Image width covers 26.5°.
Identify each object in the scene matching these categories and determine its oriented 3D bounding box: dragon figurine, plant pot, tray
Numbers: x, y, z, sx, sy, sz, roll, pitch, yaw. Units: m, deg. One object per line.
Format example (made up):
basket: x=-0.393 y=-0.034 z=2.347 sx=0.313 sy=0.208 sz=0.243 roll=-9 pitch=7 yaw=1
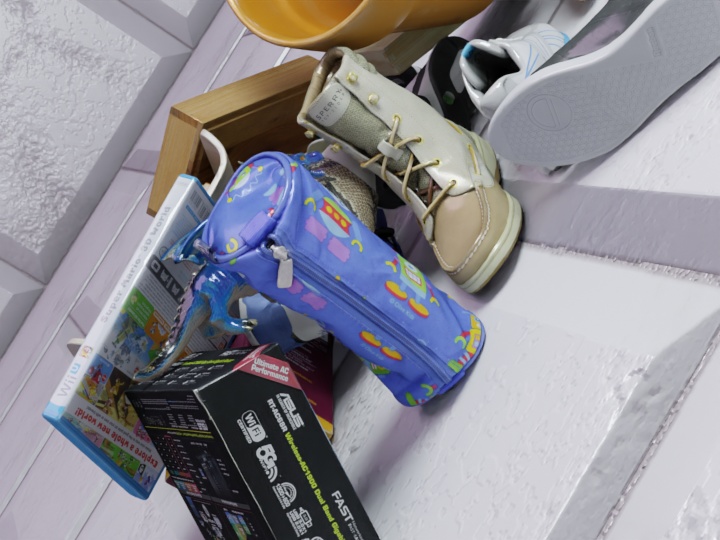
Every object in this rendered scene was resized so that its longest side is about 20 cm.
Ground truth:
dragon figurine: x=-0.098 y=-0.007 z=1.052 sx=0.200 sy=0.100 sz=0.059 roll=-34 pitch=8 yaw=-21
plant pot: x=0.017 y=-0.264 z=1.184 sx=0.200 sy=0.183 sz=0.201 roll=1 pitch=91 yaw=42
tray: x=-0.096 y=-0.110 z=1.279 sx=0.200 sy=0.037 sz=0.099 roll=-31 pitch=-35 yaw=-53

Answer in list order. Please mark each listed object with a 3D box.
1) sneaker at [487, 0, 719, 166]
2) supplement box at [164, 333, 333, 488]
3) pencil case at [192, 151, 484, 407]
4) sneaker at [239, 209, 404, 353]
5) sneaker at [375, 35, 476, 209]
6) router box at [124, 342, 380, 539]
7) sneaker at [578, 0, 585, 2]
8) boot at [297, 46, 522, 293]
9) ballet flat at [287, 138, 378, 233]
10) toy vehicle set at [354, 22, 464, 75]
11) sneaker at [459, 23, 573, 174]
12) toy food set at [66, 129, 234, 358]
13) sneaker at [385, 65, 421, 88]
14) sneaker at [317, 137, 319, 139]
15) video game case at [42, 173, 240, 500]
sneaker: x=0.165 y=-0.144 z=0.974 sx=0.200 sy=0.071 sz=0.099 roll=-36 pitch=24 yaw=38
supplement box: x=-0.085 y=0.095 z=1.217 sx=0.110 sy=0.086 sz=0.200 roll=-52 pitch=17 yaw=20
pencil case: x=-0.009 y=0.010 z=0.959 sx=0.078 sy=0.200 sz=0.087 roll=-44 pitch=31 yaw=13
sneaker: x=0.000 y=0.000 z=1.182 sx=0.115 sy=0.081 sz=0.199 roll=-13 pitch=20 yaw=28
sneaker: x=0.039 y=-0.097 z=1.260 sx=0.115 sy=0.076 sz=0.201 roll=-50 pitch=6 yaw=48
router box: x=-0.073 y=0.129 z=0.994 sx=0.062 sy=0.150 sz=0.200 roll=-29 pitch=7 yaw=-21
sneaker: x=0.182 y=-0.301 z=1.204 sx=0.112 sy=0.071 sz=0.200 roll=-36 pitch=35 yaw=26
boot: x=0.031 y=-0.075 z=1.068 sx=0.072 sy=0.155 sz=0.200 roll=-48 pitch=23 yaw=21
ballet flat: x=-0.029 y=-0.069 z=1.160 sx=0.075 sy=0.068 sz=0.200 roll=-54 pitch=22 yaw=-9
toy vehicle set: x=0.085 y=-0.242 z=1.342 sx=0.200 sy=0.027 sz=0.124 roll=-39 pitch=14 yaw=-6
sneaker: x=0.111 y=-0.146 z=1.097 sx=0.075 sy=0.087 sz=0.200 roll=-53 pitch=15 yaw=19
toy food set: x=-0.151 y=0.005 z=1.185 sx=0.200 sy=0.060 sz=0.144 roll=-62 pitch=-18 yaw=-22
sneaker: x=0.008 y=-0.161 z=1.419 sx=0.076 sy=0.087 sz=0.200 roll=-50 pitch=18 yaw=23
sneaker: x=-0.054 y=-0.092 z=1.511 sx=0.080 sy=0.078 sz=0.200 roll=-37 pitch=24 yaw=21
video game case: x=-0.143 y=0.050 z=1.107 sx=0.018 sy=0.143 sz=0.200 roll=15 pitch=66 yaw=27
